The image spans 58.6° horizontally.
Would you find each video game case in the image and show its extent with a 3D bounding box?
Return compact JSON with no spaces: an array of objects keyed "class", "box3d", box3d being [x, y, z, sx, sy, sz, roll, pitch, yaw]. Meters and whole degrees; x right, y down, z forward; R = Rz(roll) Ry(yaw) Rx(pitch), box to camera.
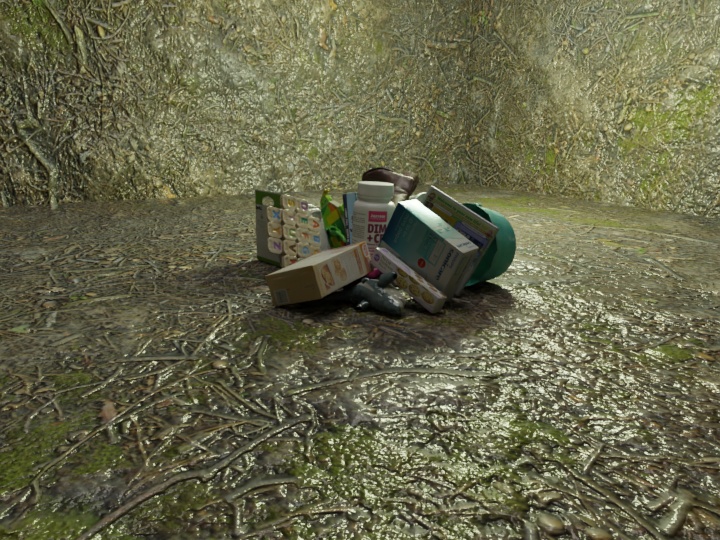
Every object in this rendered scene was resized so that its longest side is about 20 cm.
[{"class":"video game case","box3d":[0.201,-0.072,1.531,0.198,0.185,0.022,34,6,21]}]

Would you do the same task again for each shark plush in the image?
[{"class":"shark plush","box3d":[0.010,0.053,1.394,0.194,0.093,0.084,11,46,21]}]

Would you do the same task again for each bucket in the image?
[{"class":"bucket","box3d":[0.285,-0.065,1.615,0.203,0.215,0.133,11,8,39]}]

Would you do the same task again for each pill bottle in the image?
[{"class":"pill bottle","box3d":[0.034,-0.121,1.650,0.109,0.207,0.114,2,12,-1]}]

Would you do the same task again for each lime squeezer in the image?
[{"class":"lime squeezer","box3d":[-0.085,-0.095,1.838,0.037,0.073,0.199,23,-20,-20]}]

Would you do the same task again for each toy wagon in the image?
[{"class":"toy wagon","box3d":[-0.083,-0.142,1.907,0.039,0.205,0.154,-14,-12,-38]}]

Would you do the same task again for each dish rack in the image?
[{"class":"dish rack","box3d":[-0.154,-0.092,1.757,0.043,0.177,0.198,-12,3,39]}]

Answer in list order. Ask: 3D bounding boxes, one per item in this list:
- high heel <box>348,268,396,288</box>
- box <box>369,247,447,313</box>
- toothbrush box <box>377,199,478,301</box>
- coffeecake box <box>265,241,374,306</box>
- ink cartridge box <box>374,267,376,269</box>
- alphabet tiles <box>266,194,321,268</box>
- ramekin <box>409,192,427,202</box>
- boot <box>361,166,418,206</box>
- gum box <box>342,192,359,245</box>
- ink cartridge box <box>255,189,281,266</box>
[{"class":"high heel","box3d":[0.040,0.011,1.537,0.093,0.069,0.201,16,36,17]},{"class":"box","box3d":[0.103,0.020,1.411,0.199,0.042,0.038,41,24,30]},{"class":"toothbrush box","box3d":[0.147,-0.042,1.454,0.199,0.149,0.084,40,31,23]},{"class":"coffeecake box","box3d":[-0.088,0.006,1.434,0.150,0.075,0.198,-12,10,39]},{"class":"ink cartridge box","box3d":[0.000,0.000,1.671,0.193,0.045,0.196,-3,13,-9]},{"class":"alphabet tiles","box3d":[-0.171,-0.095,1.693,0.014,0.207,0.193,-14,-17,39]},{"class":"ramekin","box3d":[0.151,-0.117,1.844,0.095,0.208,0.198,1,11,35]},{"class":"boot","box3d":[0.055,-0.203,1.780,0.181,0.065,0.202,3,44,26]},{"class":"gum box","box3d":[0.014,-0.128,1.847,0.043,0.176,0.199,-4,-1,24]},{"class":"ink cartridge box","box3d":[-0.233,-0.125,1.830,0.074,0.207,0.146,-9,16,-39]}]
